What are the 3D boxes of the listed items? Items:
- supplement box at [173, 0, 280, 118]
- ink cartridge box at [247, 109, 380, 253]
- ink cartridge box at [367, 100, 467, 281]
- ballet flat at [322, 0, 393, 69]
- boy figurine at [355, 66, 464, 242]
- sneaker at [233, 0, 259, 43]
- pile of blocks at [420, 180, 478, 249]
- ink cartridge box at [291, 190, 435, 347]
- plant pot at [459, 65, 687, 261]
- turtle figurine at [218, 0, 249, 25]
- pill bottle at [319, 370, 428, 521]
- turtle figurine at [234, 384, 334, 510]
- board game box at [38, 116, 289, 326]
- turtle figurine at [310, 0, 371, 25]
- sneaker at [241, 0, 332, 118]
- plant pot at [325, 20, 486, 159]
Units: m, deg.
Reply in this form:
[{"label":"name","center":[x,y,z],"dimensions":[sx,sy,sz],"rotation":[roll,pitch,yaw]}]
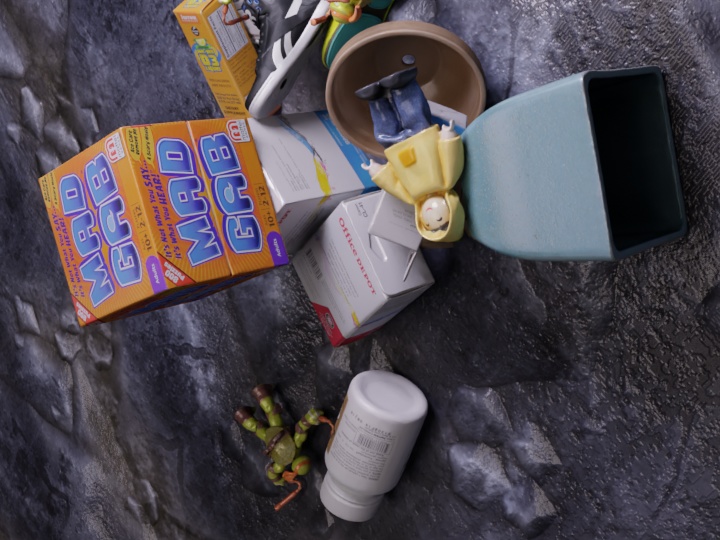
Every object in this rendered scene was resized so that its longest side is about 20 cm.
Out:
[{"label":"supplement box","center":[-0.190,-0.303,1.691],"dimensions":[0.066,0.069,0.200],"rotation":[10,135,41]},{"label":"ink cartridge box","center":[-0.106,-0.118,1.624],"dimensions":[0.147,0.200,0.145],"rotation":[-46,70,39]},{"label":"ink cartridge box","center":[0.062,-0.100,1.426],"dimensions":[0.067,0.116,0.200],"rotation":[21,106,-1]},{"label":"ballet flat","center":[0.006,-0.358,1.569],"dimensions":[0.200,0.067,0.067],"rotation":[-54,43,33]},{"label":"boy figurine","center":[0.060,-0.122,1.325],"dimensions":[0.124,0.064,0.200],"rotation":[-17,97,27]},{"label":"sneaker","center":[-0.139,-0.354,1.691],"dimensions":[0.200,0.076,0.081],"rotation":[-5,106,44]},{"label":"pile of blocks","center":[0.152,-0.090,1.504],"dimensions":[0.200,0.082,0.062],"rotation":[-22,42,34]},{"label":"ink cartridge box","center":[0.000,0.000,1.601],"dimensions":[0.148,0.086,0.200],"rotation":[65,149,11]},{"label":"plant pot","center":[0.222,-0.111,1.321],"dimensions":[0.200,0.196,0.196],"rotation":[-7,96,39]},{"label":"turtle figurine","center":[-0.173,-0.444,1.596],"dimensions":[0.064,0.200,0.161],"rotation":[11,144,16]},{"label":"pill bottle","center":[0.012,0.251,1.663],"dimensions":[0.114,0.114,0.200],"rotation":[37,122,30]},{"label":"turtle figurine","center":[-0.128,0.267,1.820],"dimensions":[0.161,0.064,0.200],"rotation":[47,126,26]},{"label":"board game box","center":[-0.249,-0.063,1.494],"dimensions":[0.200,0.200,0.200],"rotation":[-20,85,43]},{"label":"turtle figurine","center":[0.006,-0.364,1.431],"dimensions":[0.064,0.200,0.162],"rotation":[26,93,-8]},{"label":"sneaker","center":[-0.125,-0.306,1.573],"dimensions":[0.112,0.073,0.200],"rotation":[30,77,7]},{"label":"plant pot","center":[0.058,-0.243,1.490],"dimensions":[0.201,0.201,0.093],"rotation":[-48,26,38]}]
